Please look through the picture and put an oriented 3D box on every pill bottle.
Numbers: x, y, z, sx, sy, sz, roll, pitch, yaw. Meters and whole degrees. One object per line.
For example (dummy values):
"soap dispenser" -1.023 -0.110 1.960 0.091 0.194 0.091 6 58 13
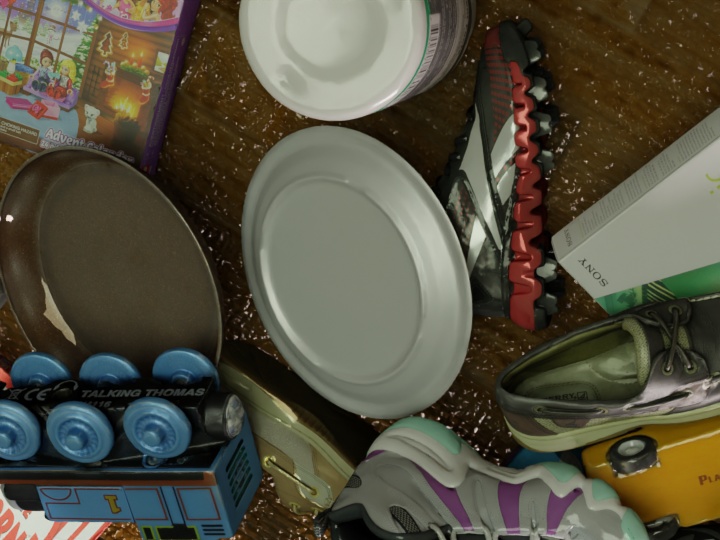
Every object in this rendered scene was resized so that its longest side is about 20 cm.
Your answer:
"pill bottle" 0.006 -0.156 1.238 0.113 0.200 0.114 2 100 14

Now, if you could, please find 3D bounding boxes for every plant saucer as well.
"plant saucer" -0.164 0.007 1.368 0.200 0.032 0.201 18 122 31

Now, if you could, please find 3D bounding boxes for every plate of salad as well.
"plate of salad" 0.000 0.000 1.330 0.199 0.048 0.201 18 118 36

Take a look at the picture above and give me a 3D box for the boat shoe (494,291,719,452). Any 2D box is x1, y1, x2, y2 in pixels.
"boat shoe" 0.177 0.056 1.232 0.200 0.066 0.072 -20 63 13

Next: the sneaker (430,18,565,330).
"sneaker" 0.080 -0.061 1.302 0.097 0.071 0.201 0 101 12

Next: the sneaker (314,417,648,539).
"sneaker" 0.063 0.173 1.225 0.199 0.140 0.078 14 131 34

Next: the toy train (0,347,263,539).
"toy train" -0.164 0.117 1.327 0.199 0.087 0.115 -3 119 19

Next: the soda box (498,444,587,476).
"soda box" 0.171 0.192 1.327 0.200 0.064 0.068 44 107 3

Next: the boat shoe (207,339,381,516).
"boat shoe" -0.032 0.129 1.369 0.200 0.074 0.067 38 110 16

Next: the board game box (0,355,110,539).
"board game box" -0.275 0.174 1.410 0.151 0.046 0.200 42 89 -5

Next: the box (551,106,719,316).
"box" 0.240 -0.026 1.257 0.200 0.036 0.144 -39 114 19

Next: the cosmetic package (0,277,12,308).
"cosmetic package" -0.313 0.020 1.352 0.082 0.200 0.051 41 106 5

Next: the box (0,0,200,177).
"box" -0.220 -0.153 1.382 0.199 0.039 0.137 19 104 11

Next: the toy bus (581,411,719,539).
"toy bus" 0.240 0.105 1.266 0.199 0.078 0.065 -17 114 7

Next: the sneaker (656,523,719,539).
"sneaker" 0.262 0.181 1.261 0.199 0.083 0.071 -4 66 -10
